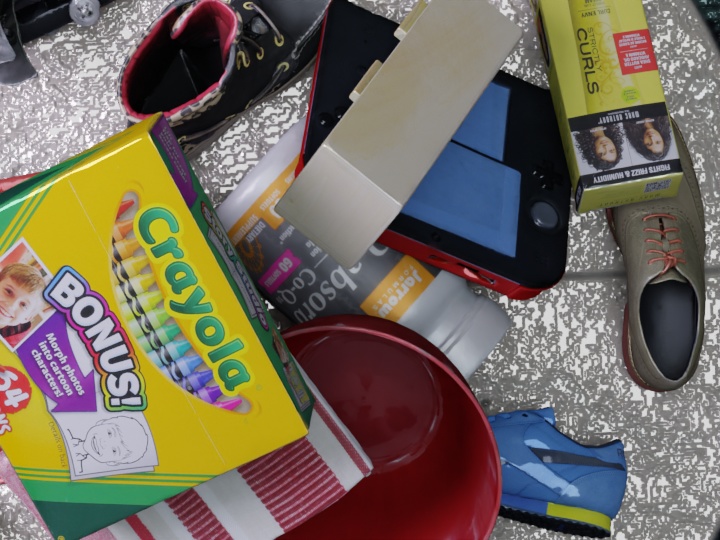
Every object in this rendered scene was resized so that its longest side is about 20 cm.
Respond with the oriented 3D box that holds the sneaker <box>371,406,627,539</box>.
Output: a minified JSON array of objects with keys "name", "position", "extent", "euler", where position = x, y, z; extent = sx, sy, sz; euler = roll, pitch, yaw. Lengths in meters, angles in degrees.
[{"name":"sneaker","position":[0.088,0.128,1.517],"extent":[0.198,0.066,0.079],"euler":[13,77,-4]}]

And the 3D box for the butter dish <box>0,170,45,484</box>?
[{"name":"butter dish","position":[-0.184,0.018,1.381],"extent":[0.197,0.148,0.202],"euler":[-10,77,-8]}]

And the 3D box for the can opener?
[{"name":"can opener","position":[-0.249,-0.177,1.506],"extent":[0.199,0.079,0.064],"euler":[-29,130,0]}]

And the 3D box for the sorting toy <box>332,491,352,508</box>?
[{"name":"sorting toy","position":[-0.103,0.199,1.497],"extent":[0.198,0.070,0.201],"euler":[-6,90,-4]}]

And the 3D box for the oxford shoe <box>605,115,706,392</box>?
[{"name":"oxford shoe","position":[0.213,-0.016,1.515],"extent":[0.070,0.075,0.202],"euler":[-7,90,-3]}]

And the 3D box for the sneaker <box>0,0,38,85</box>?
[{"name":"sneaker","position":[-0.272,-0.210,1.461],"extent":[0.103,0.060,0.202],"euler":[-12,64,14]}]

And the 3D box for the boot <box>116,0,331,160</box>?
[{"name":"boot","position":[-0.086,-0.153,1.460],"extent":[0.200,0.151,0.073],"euler":[-41,85,-3]}]

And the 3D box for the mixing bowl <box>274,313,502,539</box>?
[{"name":"mixing bowl","position":[-0.005,0.105,1.401],"extent":[0.198,0.109,0.202],"euler":[2,114,5]}]

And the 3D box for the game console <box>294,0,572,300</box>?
[{"name":"game console","position":[0.055,-0.082,1.467],"extent":[0.199,0.031,0.178],"euler":[23,55,-18]}]

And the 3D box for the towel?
[{"name":"towel","position":[-0.109,0.120,1.348],"extent":[0.199,0.023,0.144],"euler":[-33,104,15]}]

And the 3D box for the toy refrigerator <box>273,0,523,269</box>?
[{"name":"toy refrigerator","position":[0.024,-0.099,1.394],"extent":[0.070,0.076,0.200],"euler":[38,48,-3]}]

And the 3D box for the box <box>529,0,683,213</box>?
[{"name":"box","position":[0.164,-0.144,1.499],"extent":[0.074,0.050,0.202],"euler":[-9,72,-3]}]

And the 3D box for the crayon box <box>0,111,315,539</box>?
[{"name":"crayon box","position":[-0.146,0.037,1.280],"extent":[0.171,0.058,0.201],"euler":[-25,104,13]}]

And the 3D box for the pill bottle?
[{"name":"pill bottle","position":[0.000,0.000,1.483],"extent":[0.200,0.116,0.117],"euler":[43,87,-2]}]
